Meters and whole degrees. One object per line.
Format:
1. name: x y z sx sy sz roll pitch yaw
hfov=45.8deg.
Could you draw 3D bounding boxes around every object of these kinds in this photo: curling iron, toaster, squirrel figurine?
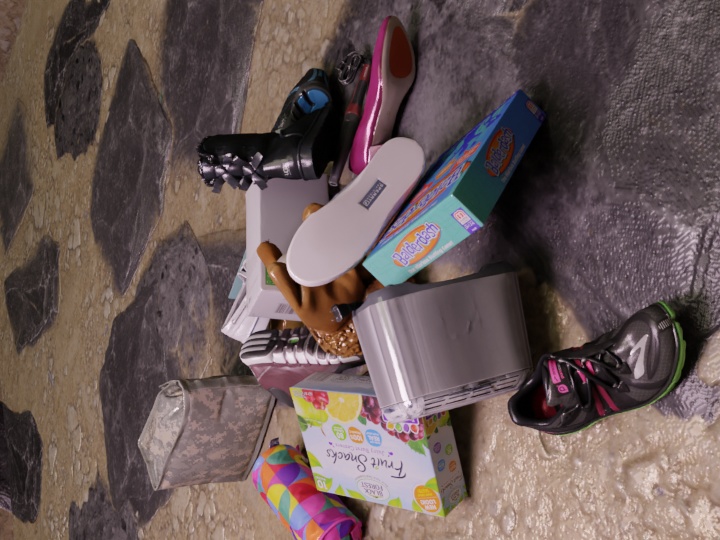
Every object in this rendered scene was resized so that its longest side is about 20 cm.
1. curling iron: -0.018 -0.205 1.142 0.049 0.026 0.201 -4 69 32
2. toaster: 0.079 0.075 0.857 0.114 0.199 0.130 138 119 -68
3. squirrel figurine: 0.000 0.000 1.037 0.200 0.186 0.142 55 176 -10

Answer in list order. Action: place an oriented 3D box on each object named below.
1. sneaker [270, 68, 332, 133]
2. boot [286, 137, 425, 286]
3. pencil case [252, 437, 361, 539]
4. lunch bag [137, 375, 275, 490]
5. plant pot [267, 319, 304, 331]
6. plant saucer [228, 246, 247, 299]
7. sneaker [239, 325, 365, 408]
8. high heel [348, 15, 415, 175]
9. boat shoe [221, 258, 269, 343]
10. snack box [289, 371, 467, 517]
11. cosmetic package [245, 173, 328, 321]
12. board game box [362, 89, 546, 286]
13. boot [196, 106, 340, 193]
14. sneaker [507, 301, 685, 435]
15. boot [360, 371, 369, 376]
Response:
1. sneaker: -0.094 -0.209 1.272 0.200 0.073 0.082 -52 25 37
2. boot: -0.003 -0.051 0.920 0.073 0.200 0.090 42 164 7
3. pencil case: -0.074 0.313 1.159 0.200 0.088 0.089 38 117 49
4. lunch bag: -0.236 0.234 1.328 0.118 0.163 0.201 56 130 40
5. plant pot: -0.089 0.086 1.252 0.200 0.027 0.201 -7 82 55
6. plant saucer: -0.149 -0.041 1.325 0.019 0.070 0.201 34 118 21
7. sneaker: -0.057 0.133 1.156 0.199 0.076 0.116 -3 127 23
8. high heel: 0.016 -0.220 1.093 0.096 0.067 0.201 7 95 45
9. boat shoe: -0.150 0.010 1.273 0.074 0.065 0.201 -19 51 65
10. snack box: 0.017 0.197 0.989 0.199 0.053 0.143 -2 109 43
11. cosmetic package: -0.100 -0.037 1.176 0.085 0.107 0.201 126 144 -55
12. board game box: 0.098 -0.084 0.876 0.152 0.045 0.200 -37 14 47
13. boot: -0.119 -0.165 1.144 0.199 0.161 0.074 -67 -28 -60
14. sneaker: 0.209 0.099 0.768 0.200 0.083 0.077 -50 49 41
15. boot: 0.031 0.165 1.057 0.200 0.075 0.097 -31 85 40
